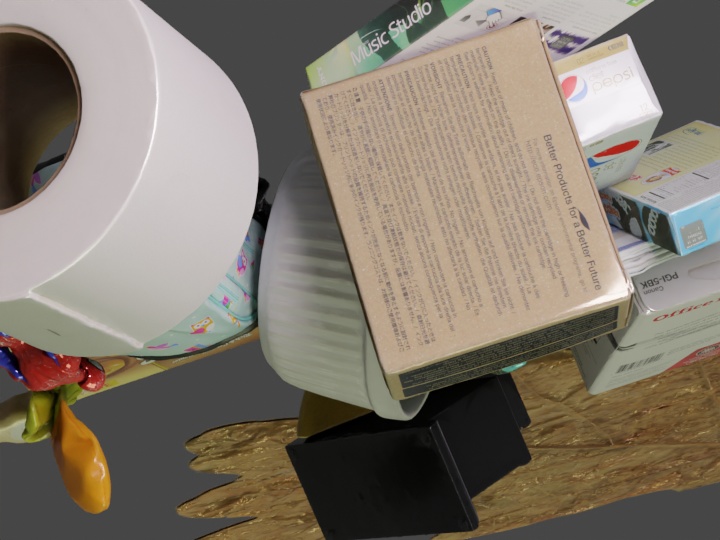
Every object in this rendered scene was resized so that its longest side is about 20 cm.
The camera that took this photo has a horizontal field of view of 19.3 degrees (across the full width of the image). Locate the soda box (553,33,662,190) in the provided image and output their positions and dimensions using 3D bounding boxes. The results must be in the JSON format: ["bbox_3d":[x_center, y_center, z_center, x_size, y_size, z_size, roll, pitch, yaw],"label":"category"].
[{"bbox_3d":[0.162,-0.103,1.504,0.068,0.064,0.200,-22,171,-3],"label":"soda box"}]

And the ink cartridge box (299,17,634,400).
[{"bbox_3d":[0.066,-0.039,1.347,0.164,0.201,0.075,-16,160,0],"label":"ink cartridge box"}]

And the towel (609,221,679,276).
[{"bbox_3d":[0.204,-0.034,1.655,0.146,0.024,0.200,-20,-164,-15],"label":"towel"}]

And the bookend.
[{"bbox_3d":[0.078,0.135,1.756,0.200,0.093,0.198,-30,-170,-37],"label":"bookend"}]

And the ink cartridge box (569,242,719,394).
[{"bbox_3d":[0.264,0.017,1.791,0.146,0.083,0.200,-16,160,-14],"label":"ink cartridge box"}]

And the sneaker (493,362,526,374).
[{"bbox_3d":[0.109,-0.010,1.607,0.077,0.091,0.201,-14,122,-34],"label":"sneaker"}]

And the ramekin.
[{"bbox_3d":[0.000,0.000,1.497,0.104,0.201,0.200,8,164,14],"label":"ramekin"}]

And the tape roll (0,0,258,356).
[{"bbox_3d":[-0.174,-0.063,1.178,0.202,0.204,0.139,-23,160,13],"label":"tape roll"}]

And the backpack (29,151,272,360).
[{"bbox_3d":[-0.147,-0.010,1.442,0.166,0.127,0.200,-19,157,12],"label":"backpack"}]

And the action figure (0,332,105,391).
[{"bbox_3d":[-0.256,0.033,1.463,0.200,0.052,0.065,36,133,-29],"label":"action figure"}]

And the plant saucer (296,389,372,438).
[{"bbox_3d":[0.039,0.066,1.821,0.199,0.049,0.200,-21,-172,9],"label":"plant saucer"}]

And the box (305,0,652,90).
[{"bbox_3d":[0.081,-0.158,1.392,0.200,0.037,0.144,-33,155,32],"label":"box"}]

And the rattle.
[{"bbox_3d":[-0.288,0.101,1.513,0.130,0.144,0.200,-29,143,34],"label":"rattle"}]

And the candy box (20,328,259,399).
[{"bbox_3d":[-0.172,0.039,1.644,0.199,0.056,0.116,-19,158,2],"label":"candy box"}]

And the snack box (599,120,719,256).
[{"bbox_3d":[0.248,-0.065,1.596,0.116,0.037,0.200,-22,-164,-9],"label":"snack box"}]
